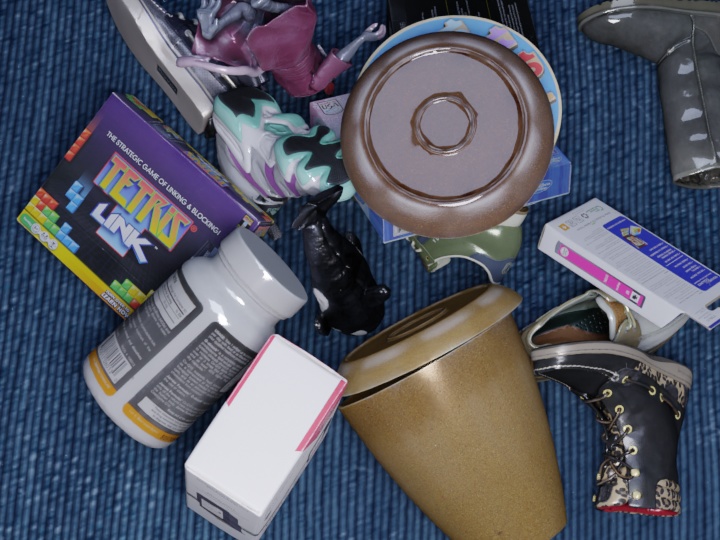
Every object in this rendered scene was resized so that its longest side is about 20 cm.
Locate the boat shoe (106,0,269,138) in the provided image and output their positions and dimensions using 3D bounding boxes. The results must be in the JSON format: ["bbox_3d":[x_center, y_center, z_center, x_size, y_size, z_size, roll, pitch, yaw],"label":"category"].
[{"bbox_3d":[-0.179,-0.238,1.664,0.093,0.075,0.200,-34,84,-20],"label":"boat shoe"}]

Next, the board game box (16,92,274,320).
[{"bbox_3d":[-0.211,-0.048,1.567,0.200,0.057,0.166,41,102,10],"label":"board game box"}]

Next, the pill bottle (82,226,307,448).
[{"bbox_3d":[-0.151,0.061,1.478,0.200,0.116,0.116,-42,78,8],"label":"pill bottle"}]

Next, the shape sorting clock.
[{"bbox_3d":[0.091,-0.153,1.509,0.199,0.039,0.201,0,67,0],"label":"shape sorting clock"}]

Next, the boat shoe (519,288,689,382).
[{"bbox_3d":[0.247,0.055,1.588,0.199,0.068,0.075,-23,72,-12],"label":"boat shoe"}]

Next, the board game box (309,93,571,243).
[{"bbox_3d":[0.076,-0.123,1.590,0.199,0.044,0.199,-15,41,-16],"label":"board game box"}]

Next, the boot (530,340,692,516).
[{"bbox_3d":[0.242,0.151,1.523,0.199,0.073,0.151,16,71,-40],"label":"boot"}]

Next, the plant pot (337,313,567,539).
[{"bbox_3d":[0.106,0.170,1.500,0.186,0.186,0.201,-29,91,-12],"label":"plant pot"}]

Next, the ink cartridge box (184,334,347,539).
[{"bbox_3d":[-0.090,0.160,1.464,0.084,0.200,0.145,32,72,4],"label":"ink cartridge box"}]

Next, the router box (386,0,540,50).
[{"bbox_3d":[0.106,-0.218,1.628,0.148,0.051,0.200,-3,40,-1],"label":"router box"}]

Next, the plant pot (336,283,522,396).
[{"bbox_3d":[0.058,0.060,1.507,0.199,0.200,0.028,-28,93,-12],"label":"plant pot"}]

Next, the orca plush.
[{"bbox_3d":[0.000,0.000,1.517,0.071,0.201,0.105,10,45,22],"label":"orca plush"}]

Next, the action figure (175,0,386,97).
[{"bbox_3d":[-0.070,-0.215,1.596,0.134,0.200,0.149,17,75,29],"label":"action figure"}]

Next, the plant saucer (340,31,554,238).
[{"bbox_3d":[0.078,-0.130,1.469,0.199,0.032,0.201,-1,77,7],"label":"plant saucer"}]

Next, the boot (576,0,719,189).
[{"bbox_3d":[0.324,-0.185,1.681,0.181,0.073,0.201,-1,78,-2],"label":"boot"}]

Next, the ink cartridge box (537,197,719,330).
[{"bbox_3d":[0.281,0.001,1.576,0.200,0.037,0.095,33,38,28],"label":"ink cartridge box"}]

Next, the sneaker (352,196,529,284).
[{"bbox_3d":[0.067,-0.042,1.609,0.199,0.067,0.090,15,106,21],"label":"sneaker"}]

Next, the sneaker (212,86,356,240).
[{"bbox_3d":[-0.075,-0.082,1.582,0.078,0.140,0.200,-19,42,-32],"label":"sneaker"}]
